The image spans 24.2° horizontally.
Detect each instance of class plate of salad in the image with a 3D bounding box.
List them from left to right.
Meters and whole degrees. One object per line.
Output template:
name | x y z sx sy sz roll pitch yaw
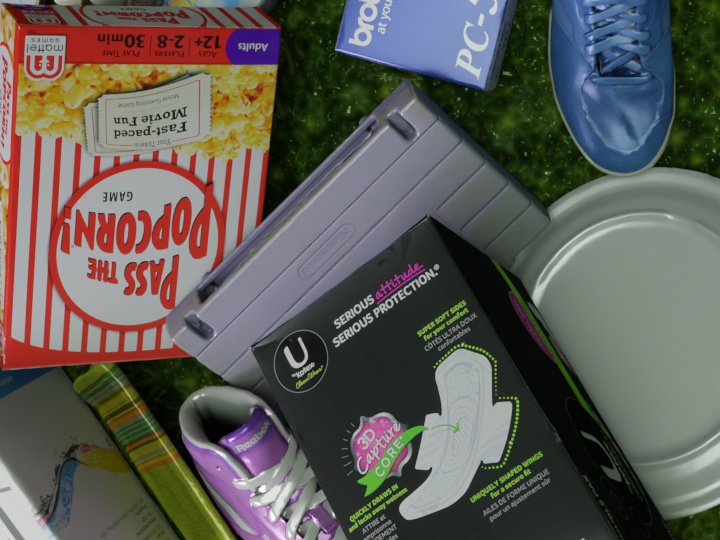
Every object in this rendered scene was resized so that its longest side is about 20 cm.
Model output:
plate of salad | 0.164 0.041 0.951 0.198 0.048 0.203 -6 76 24

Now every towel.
towel | -0.108 0.141 1.014 0.018 0.086 0.201 -34 90 -20

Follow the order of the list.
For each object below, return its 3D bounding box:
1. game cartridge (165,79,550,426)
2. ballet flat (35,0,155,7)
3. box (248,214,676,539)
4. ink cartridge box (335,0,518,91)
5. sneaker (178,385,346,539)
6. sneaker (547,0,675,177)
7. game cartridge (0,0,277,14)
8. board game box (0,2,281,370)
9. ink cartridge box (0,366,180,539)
game cartridge | 0.000 0.000 0.966 0.200 0.039 0.129 -43 126 13
ballet flat | -0.160 -0.137 0.959 0.067 0.067 0.202 16 100 9
box | 0.060 0.100 0.875 0.124 0.148 0.201 -35 65 13
ink cartridge box | 0.056 -0.211 0.951 0.093 0.044 0.202 15 100 11
sneaker | -0.034 0.136 0.940 0.200 0.115 0.073 31 66 34
sneaker | 0.134 -0.149 0.909 0.076 0.111 0.203 0 98 11
game cartridge | -0.131 -0.168 1.001 0.200 0.040 0.134 -41 92 14
board game box | -0.130 -0.047 0.950 0.150 0.046 0.202 -4 115 -24
ink cartridge box | -0.224 0.158 1.006 0.147 0.145 0.201 -36 90 13
